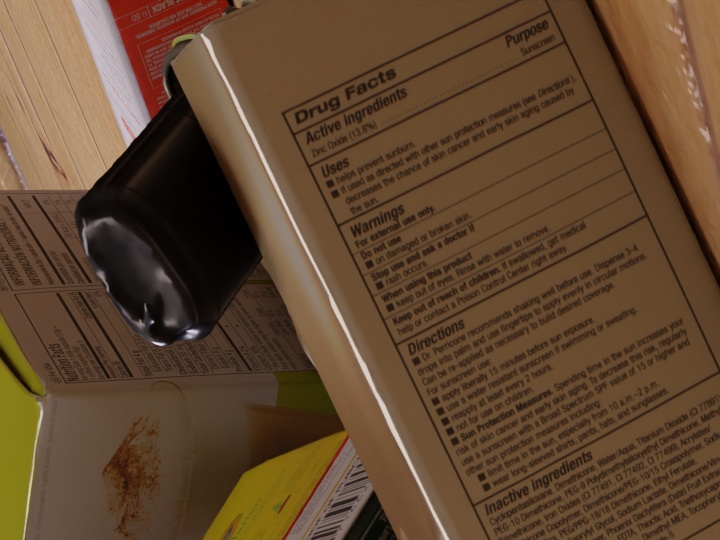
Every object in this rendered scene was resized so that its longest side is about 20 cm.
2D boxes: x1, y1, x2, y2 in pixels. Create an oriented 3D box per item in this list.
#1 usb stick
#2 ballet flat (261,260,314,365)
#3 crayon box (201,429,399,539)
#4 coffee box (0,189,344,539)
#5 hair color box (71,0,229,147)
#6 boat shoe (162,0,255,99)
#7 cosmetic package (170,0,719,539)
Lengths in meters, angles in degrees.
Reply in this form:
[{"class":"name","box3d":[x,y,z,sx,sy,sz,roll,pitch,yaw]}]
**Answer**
[{"class":"usb stick","box3d":[-0.032,-0.047,0.637,0.055,0.033,0.200,56,-147,-17]},{"class":"ballet flat","box3d":[0.000,0.000,0.843,0.200,0.069,0.070,51,163,51]},{"class":"crayon box","box3d":[-0.023,0.118,0.688,0.051,0.127,0.200,38,158,-10]},{"class":"coffee box","box3d":[-0.093,0.091,0.934,0.200,0.197,0.200,48,133,54]},{"class":"hair color box","box3d":[-0.093,-0.091,1.045,0.102,0.061,0.200,51,162,49]},{"class":"boat shoe","box3d":[-0.026,-0.061,0.805,0.202,0.060,0.072,42,156,61]},{"class":"cosmetic package","box3d":[0.037,0.006,0.565,0.200,0.105,0.071,66,167,-4]}]
